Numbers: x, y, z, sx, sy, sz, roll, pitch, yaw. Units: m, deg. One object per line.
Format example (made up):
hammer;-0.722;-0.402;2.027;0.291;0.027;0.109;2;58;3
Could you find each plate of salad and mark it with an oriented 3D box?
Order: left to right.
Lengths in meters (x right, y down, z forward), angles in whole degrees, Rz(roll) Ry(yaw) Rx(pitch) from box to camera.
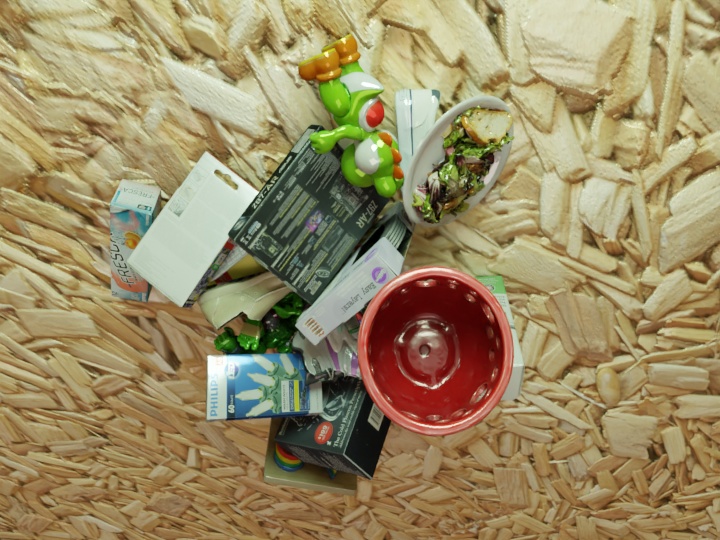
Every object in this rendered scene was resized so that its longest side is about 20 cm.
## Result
plate of salad;0.144;-0.140;0.734;0.196;0.048;0.204;-25;141;-22

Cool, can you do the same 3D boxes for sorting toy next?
sorting toy;-0.096;0.356;1.128;0.193;0.201;0.071;13;124;-11

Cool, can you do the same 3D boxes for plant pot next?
plant pot;0.096;0.111;0.725;0.193;0.208;0.183;-3;169;4

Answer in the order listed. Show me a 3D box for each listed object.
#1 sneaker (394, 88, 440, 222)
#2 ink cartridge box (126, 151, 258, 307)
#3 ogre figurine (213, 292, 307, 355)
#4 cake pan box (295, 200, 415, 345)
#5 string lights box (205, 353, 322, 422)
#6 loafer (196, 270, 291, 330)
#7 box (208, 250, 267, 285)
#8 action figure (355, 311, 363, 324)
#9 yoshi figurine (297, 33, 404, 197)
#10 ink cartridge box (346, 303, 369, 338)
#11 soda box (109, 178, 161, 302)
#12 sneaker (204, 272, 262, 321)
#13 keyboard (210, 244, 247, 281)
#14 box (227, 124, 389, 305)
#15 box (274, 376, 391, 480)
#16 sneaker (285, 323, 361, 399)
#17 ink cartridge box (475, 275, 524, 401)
sneaker;0.090;-0.157;0.753;0.068;0.074;0.204;-3;132;7
ink cartridge box;-0.244;-0.060;0.792;0.108;0.050;0.203;35;87;4
ogre figurine;-0.155;0.100;0.956;0.097;0.201;0.121;36;164;18
cake pan box;0.000;0.000;0.817;0.052;0.186;0.199;41;123;-13
string lights box;-0.166;0.200;0.913;0.193;0.106;0.059;1;162;-19
loafer;-0.160;0.043;0.847;0.194;0.076;0.071;-17;89;0
box;-0.236;-0.020;0.880;0.193;0.077;0.051;-14;132;11
action figure;0.053;0.105;0.933;0.064;0.099;0.203;-26;105;24
yoshi figurine;-0.013;-0.187;0.695;0.110;0.113;0.204;-26;113;4
ink cartridge box;0.032;0.102;0.998;0.106;0.051;0.201;-23;127;20
soda box;-0.368;-0.043;0.862;0.061;0.070;0.203;11;132;-13
sneaker;-0.198;0.022;0.913;0.195;0.076;0.079;-24;112;6
keyboard;-0.168;-0.064;0.820;0.197;0.057;0.011;-36;165;8
box;-0.071;-0.079;0.771;0.159;0.043;0.202;40;85;-31
box;-0.038;0.261;1.001;0.178;0.204;0.105;-6;139;39
sneaker;-0.042;0.170;0.894;0.199;0.140;0.078;41;164;10
ink cartridge box;0.188;0.112;0.901;0.141;0.204;0.086;-3;132;4
